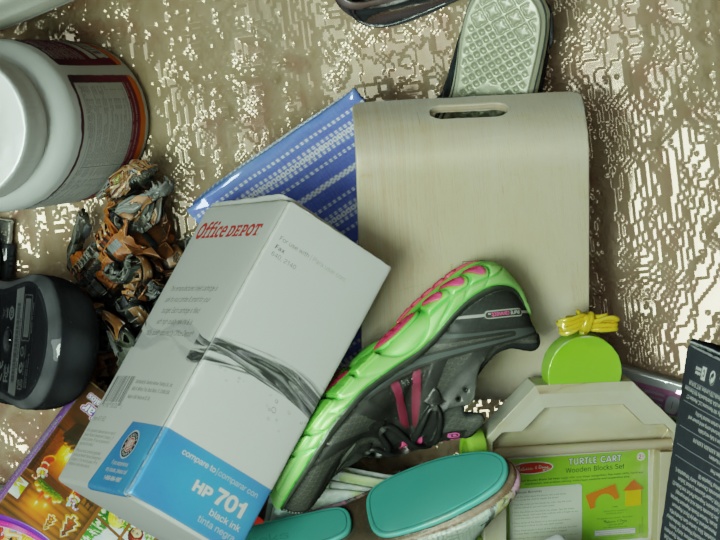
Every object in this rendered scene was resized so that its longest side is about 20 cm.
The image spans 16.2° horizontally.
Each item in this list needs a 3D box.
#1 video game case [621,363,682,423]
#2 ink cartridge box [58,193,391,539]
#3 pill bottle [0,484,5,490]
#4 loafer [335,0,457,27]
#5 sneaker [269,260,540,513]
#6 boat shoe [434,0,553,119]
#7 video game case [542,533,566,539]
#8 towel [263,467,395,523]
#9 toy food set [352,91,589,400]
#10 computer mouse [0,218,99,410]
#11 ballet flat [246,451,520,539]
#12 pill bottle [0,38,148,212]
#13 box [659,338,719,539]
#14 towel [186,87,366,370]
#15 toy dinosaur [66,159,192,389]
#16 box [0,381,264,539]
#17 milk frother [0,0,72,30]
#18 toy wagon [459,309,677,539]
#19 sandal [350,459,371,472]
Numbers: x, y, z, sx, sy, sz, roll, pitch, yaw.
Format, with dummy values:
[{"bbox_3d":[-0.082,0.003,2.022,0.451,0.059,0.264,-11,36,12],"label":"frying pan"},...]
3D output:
[{"bbox_3d":[0.155,0.160,1.633,0.143,0.018,0.200,15,99,13],"label":"video game case"},{"bbox_3d":[-0.085,0.063,1.527,0.086,0.146,0.200,34,77,-18],"label":"ink cartridge box"},{"bbox_3d":[-0.226,0.248,1.695,0.112,0.112,0.200,0,95,15],"label":"pill bottle"},{"bbox_3d":[0.073,-0.209,1.600,0.200,0.063,0.072,-26,88,16],"label":"loafer"},{"bbox_3d":[0.027,0.081,1.517,0.200,0.077,0.084,-41,95,-2],"label":"sneaker"},{"bbox_3d":[0.080,-0.096,1.611,0.075,0.062,0.200,17,114,9],"label":"boat shoe"},{"bbox_3d":[0.074,0.273,1.584,0.182,0.022,0.200,-23,126,1],"label":"video game case"},{"bbox_3d":[0.013,0.223,1.604,0.171,0.048,0.200,7,100,-16],"label":"towel"},{"bbox_3d":[0.069,-0.009,1.581,0.143,0.060,0.200,-3,109,-2],"label":"toy food set"},{"bbox_3d":[-0.214,0.041,1.660,0.053,0.200,0.139,7,92,-27],"label":"computer mouse"},{"bbox_3d":[0.008,0.168,1.533,0.200,0.069,0.071,-19,121,7],"label":"ballet flat"},{"bbox_3d":[-0.217,-0.093,1.618,0.110,0.200,0.110,1,95,15],"label":"pill bottle"},{"bbox_3d":[0.267,0.153,1.530,0.148,0.104,0.200,7,97,-14],"label":"box"},{"bbox_3d":[0.000,0.000,1.626,0.145,0.024,0.200,-33,102,21],"label":"towel"},{"bbox_3d":[-0.144,0.029,1.679,0.136,0.102,0.200,28,139,26],"label":"toy dinosaur"},{"bbox_3d":[-0.141,0.187,1.637,0.200,0.039,0.137,39,63,-9],"label":"box"},{"bbox_3d":[-0.256,-0.256,1.601,0.188,0.181,0.200,-20,129,19],"label":"milk frother"},{"bbox_3d":[0.138,0.120,1.573,0.155,0.040,0.200,-2,100,-11],"label":"toy wagon"},{"bbox_3d":[-0.003,0.199,1.657,0.078,0.070,0.212,-29,108,-8],"label":"sandal"}]
